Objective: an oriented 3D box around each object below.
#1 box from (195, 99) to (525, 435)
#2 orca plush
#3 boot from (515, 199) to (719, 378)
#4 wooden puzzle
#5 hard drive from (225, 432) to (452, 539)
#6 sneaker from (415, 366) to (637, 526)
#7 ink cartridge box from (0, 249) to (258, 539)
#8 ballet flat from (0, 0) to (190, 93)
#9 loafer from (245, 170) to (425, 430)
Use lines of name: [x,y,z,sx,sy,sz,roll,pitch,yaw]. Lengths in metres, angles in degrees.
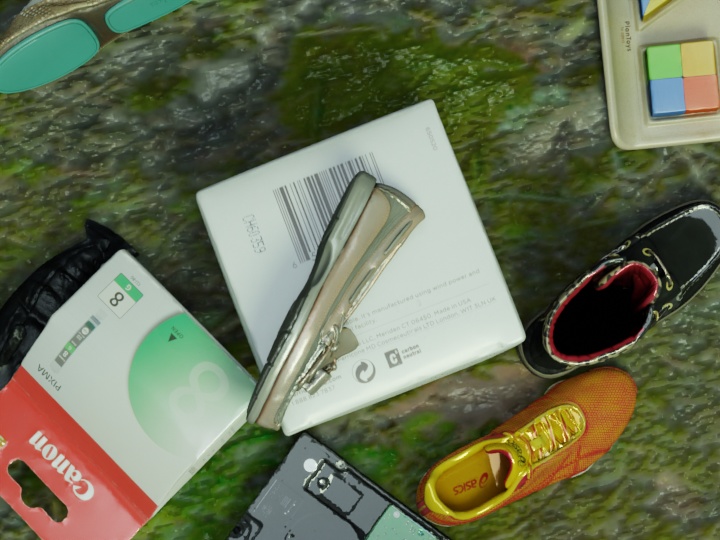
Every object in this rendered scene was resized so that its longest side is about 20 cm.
box: [0.000,0.000,1.595,0.198,0.131,0.201,-22,87,0]
orca plush: [-0.249,0.053,1.626,0.200,0.071,0.105,-45,87,-2]
boot: [0.209,0.013,1.580,0.199,0.151,0.073,-33,87,-1]
wooden puzzle: [0.290,-0.198,1.644,0.199,0.046,0.187,-5,86,1]
hard drive: [-0.005,0.240,1.629,0.200,0.038,0.140,35,88,3]
sneaker: [0.136,0.141,1.609,0.199,0.077,0.073,-33,86,-11]
ink cartridge box: [-0.194,0.109,1.570,0.161,0.050,0.200,44,81,12]
ballet flat: [-0.218,-0.210,1.654,0.199,0.071,0.065,-26,59,-3]
loafer: [-0.017,0.029,1.497,0.063,0.072,0.201,25,85,-5]
